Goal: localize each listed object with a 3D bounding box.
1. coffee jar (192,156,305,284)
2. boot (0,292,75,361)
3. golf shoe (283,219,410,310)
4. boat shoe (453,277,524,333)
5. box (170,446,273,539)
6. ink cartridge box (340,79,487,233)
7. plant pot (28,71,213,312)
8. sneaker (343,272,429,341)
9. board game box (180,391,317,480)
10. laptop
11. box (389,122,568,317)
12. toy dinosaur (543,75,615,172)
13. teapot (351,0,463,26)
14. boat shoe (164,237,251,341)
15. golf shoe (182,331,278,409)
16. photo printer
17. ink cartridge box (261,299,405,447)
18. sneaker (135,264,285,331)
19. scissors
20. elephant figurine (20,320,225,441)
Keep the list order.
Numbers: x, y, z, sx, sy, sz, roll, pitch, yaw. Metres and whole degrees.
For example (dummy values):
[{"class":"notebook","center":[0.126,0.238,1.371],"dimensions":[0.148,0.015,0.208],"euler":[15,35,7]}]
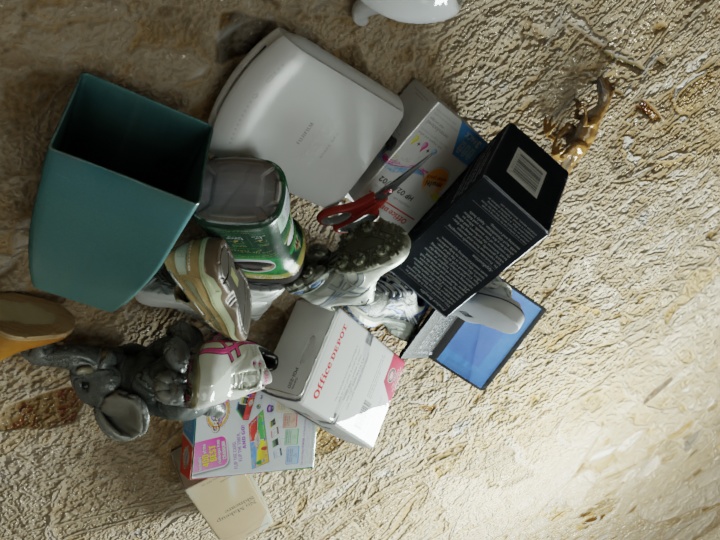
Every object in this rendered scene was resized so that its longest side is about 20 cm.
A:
[{"class":"coffee jar","center":[-0.122,-0.050,0.937],"dimensions":[0.104,0.086,0.200],"euler":[3,160,5]},{"class":"boot","center":[-0.445,0.100,0.947],"dimensions":[0.201,0.071,0.144],"euler":[1,132,-28]},{"class":"golf shoe","center":[0.000,0.000,1.027],"dimensions":[0.200,0.078,0.097],"euler":[-17,134,42]},{"class":"boat shoe","center":[0.172,0.037,1.095],"dimensions":[0.072,0.200,0.066],"euler":[37,82,-9]},{"class":"box","center":[-0.215,0.346,1.284],"dimensions":[0.095,0.078,0.200],"euler":[-27,136,-9]},{"class":"ink cartridge box","center":[0.051,-0.127,1.039],"dimensions":[0.115,0.068,0.200],"euler":[27,110,-43]},{"class":"plant pot","center":[-0.261,-0.063,0.837],"dimensions":[0.141,0.142,0.200],"euler":[21,127,-20]},{"class":"sneaker","center":[0.034,0.035,1.176],"dimensions":[0.085,0.077,0.200],"euler":[-52,144,11]},{"class":"board game box","center":[-0.156,0.216,1.181],"dimensions":[0.199,0.040,0.154],"euler":[4,92,-34]},{"class":"laptop","center":[0.178,0.095,1.266],"dimensions":[0.177,0.103,0.200],"euler":[-55,158,10]},{"class":"box","center":[0.149,-0.062,1.037],"dimensions":[0.107,0.149,0.200],"euler":[40,131,-7]},{"class":"toy dinosaur","center":[0.305,-0.175,1.158],"dimensions":[0.106,0.060,0.200],"euler":[0,127,-33]},{"class":"teapot","center":[0.025,-0.336,0.784],"dimensions":[0.145,0.197,0.201],"euler":[3,110,12]},{"class":"boat shoe","center":[-0.174,0.021,0.926],"dimensions":[0.076,0.072,0.200],"euler":[-1,149,4]},{"class":"golf shoe","center":[-0.153,0.118,0.977],"dimensions":[0.092,0.200,0.073],"euler":[8,99,5]},{"class":"photo printer","center":[-0.068,-0.171,0.927],"dimensions":[0.200,0.070,0.167],"euler":[22,114,-42]},{"class":"ink cartridge box","center":[-0.036,0.151,1.174],"dimensions":[0.200,0.085,0.146],"euler":[44,62,-48]},{"class":"sneaker","center":[-0.195,0.042,1.035],"dimensions":[0.199,0.078,0.100],"euler":[3,129,-32]},{"class":"scissors","center":[0.030,-0.090,0.966],"dimensions":[0.200,0.014,0.073],"euler":[-27,152,36]},{"class":"elephant figurine","center":[-0.298,0.140,1.036],"dimensions":[0.199,0.156,0.142],"euler":[-13,177,5]}]
